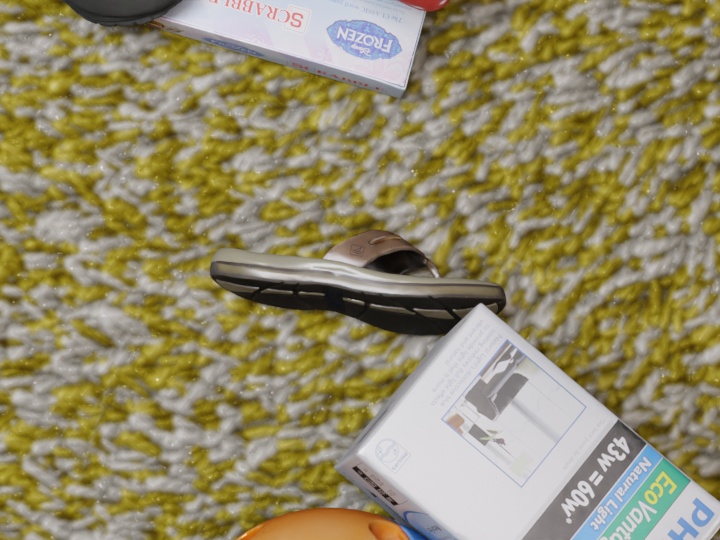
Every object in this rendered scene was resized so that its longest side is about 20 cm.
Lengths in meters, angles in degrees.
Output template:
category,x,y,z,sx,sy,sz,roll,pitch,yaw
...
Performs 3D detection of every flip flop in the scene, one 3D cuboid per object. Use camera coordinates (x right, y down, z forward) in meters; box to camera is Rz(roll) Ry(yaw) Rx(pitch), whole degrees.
category,x,y,z,sx,sy,sz,roll,pitch,yaw
flip flop,0.000,0.000,1.536,0.199,0.081,0.058,9,70,3

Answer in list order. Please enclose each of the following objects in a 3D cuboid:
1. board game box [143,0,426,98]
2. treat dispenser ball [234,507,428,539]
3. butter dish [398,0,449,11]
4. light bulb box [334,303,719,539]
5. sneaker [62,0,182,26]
category,x,y,z,sx,sy,sz,roll,pitch,yaw
board game box,-0.039,-0.241,1.567,0.199,0.041,0.200,16,84,-1
treat dispenser ball,-0.019,0.249,1.442,0.200,0.201,0.202,0,84,-3
butter dish,0.023,-0.306,1.492,0.199,0.148,0.200,30,125,0
light bulb box,0.102,0.139,1.458,0.200,0.198,0.125,40,82,2
sneaker,-0.205,-0.217,1.510,0.199,0.091,0.076,16,84,18
